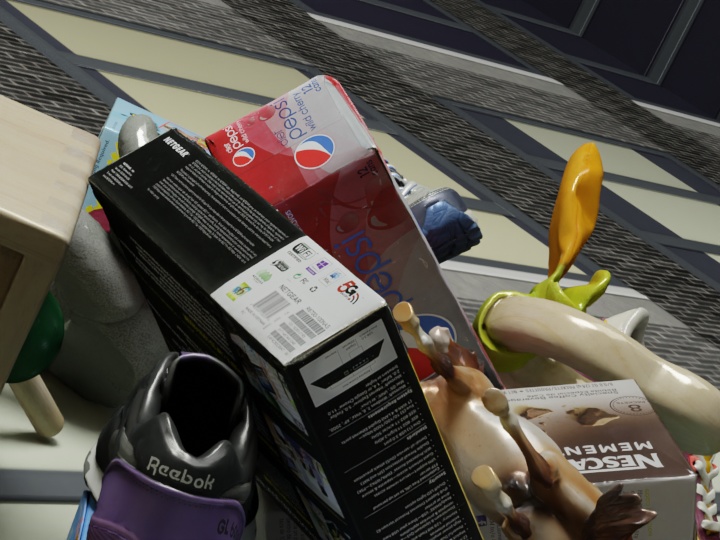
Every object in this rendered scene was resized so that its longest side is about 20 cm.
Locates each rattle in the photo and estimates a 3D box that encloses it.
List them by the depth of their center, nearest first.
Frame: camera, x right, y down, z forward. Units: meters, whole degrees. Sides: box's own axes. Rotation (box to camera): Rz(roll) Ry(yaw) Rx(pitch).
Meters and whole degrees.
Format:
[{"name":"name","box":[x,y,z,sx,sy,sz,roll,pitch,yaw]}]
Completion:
[{"name":"rattle","box":[0.170,0.038,1.195,0.200,0.130,0.143,18,53,33]}]

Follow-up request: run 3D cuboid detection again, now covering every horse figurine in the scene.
[{"name":"horse figurine","box":[0.059,0.075,0.957,0.200,0.050,0.133,45,-3,44]}]

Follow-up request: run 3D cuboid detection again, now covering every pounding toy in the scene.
[{"name":"pounding toy","box":[-0.205,0.004,1.024,0.200,0.184,0.142,23,27,-10]}]

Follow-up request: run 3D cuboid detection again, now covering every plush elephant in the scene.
[{"name":"plush elephant","box":[-0.108,-0.012,1.213,0.200,0.165,0.155,41,53,-6]}]

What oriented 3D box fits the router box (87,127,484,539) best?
[{"name":"router box","box":[-0.032,0.042,0.946,0.200,0.051,0.149,40,-23,53]}]

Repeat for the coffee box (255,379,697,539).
[{"name":"coffee box","box":[0.048,0.115,1.070,0.200,0.080,0.113,-4,21,-7]}]

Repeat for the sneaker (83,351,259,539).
[{"name":"sneaker","box":[-0.064,0.069,0.889,0.076,0.088,0.200,19,14,-7]}]

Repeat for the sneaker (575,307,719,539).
[{"name":"sneaker","box":[0.179,0.116,1.302,0.200,0.090,0.075,58,9,16]}]

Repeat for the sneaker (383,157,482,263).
[{"name":"sneaker","box":[-0.004,-0.028,1.227,0.077,0.085,0.200,-27,3,-23]}]

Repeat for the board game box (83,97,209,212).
[{"name":"board game box","box":[-0.081,-0.010,1.376,0.200,0.103,0.105,25,12,-7]}]

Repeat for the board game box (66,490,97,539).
[{"name":"board game box","box":[-0.045,0.155,0.853,0.151,0.037,0.200,20,15,-7]}]

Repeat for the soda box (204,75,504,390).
[{"name":"soda box","box":[0.000,0.000,1.087,0.063,0.070,0.200,62,1,42]}]
